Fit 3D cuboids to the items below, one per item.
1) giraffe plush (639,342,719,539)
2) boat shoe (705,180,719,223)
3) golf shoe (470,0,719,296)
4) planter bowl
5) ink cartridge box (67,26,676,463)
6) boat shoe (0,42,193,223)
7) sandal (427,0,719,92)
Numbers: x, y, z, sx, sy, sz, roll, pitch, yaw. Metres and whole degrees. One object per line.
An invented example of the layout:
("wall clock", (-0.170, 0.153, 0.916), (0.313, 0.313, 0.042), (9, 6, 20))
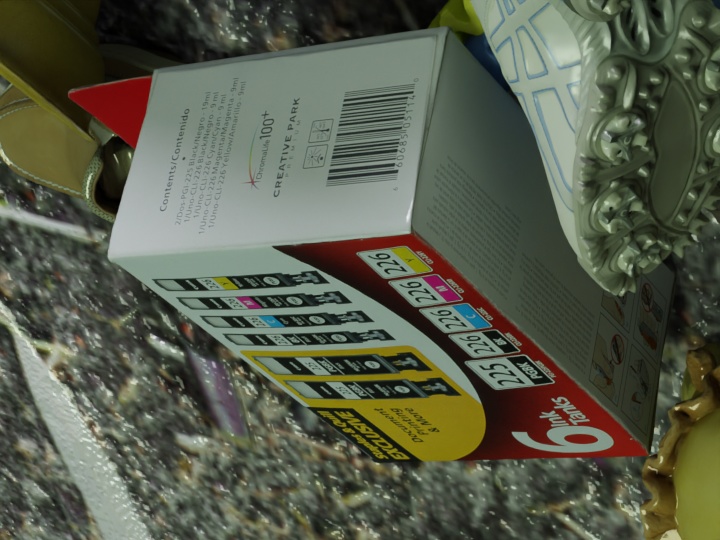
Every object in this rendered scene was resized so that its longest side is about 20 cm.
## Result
("giraffe plush", (0.166, 0.112, 0.983), (0.172, 0.199, 0.163), (6, 97, 51))
("boat shoe", (0.186, -0.050, 0.870), (0.199, 0.075, 0.073), (0, 136, 52))
("golf shoe", (0.074, -0.085, 0.835), (0.097, 0.078, 0.201), (39, 151, 40))
("planter bowl", (-0.164, -0.146, 1.035), (0.200, 0.084, 0.200), (38, 178, 2))
("ink cartridge box", (0.000, 0.000, 0.972), (0.175, 0.084, 0.200), (-5, 152, 32))
("boat shoe", (-0.099, -0.054, 1.099), (0.199, 0.076, 0.072), (0, 126, 41))
("sandal", (0.091, -0.099, 0.894), (0.087, 0.080, 0.200), (43, 144, -8))
